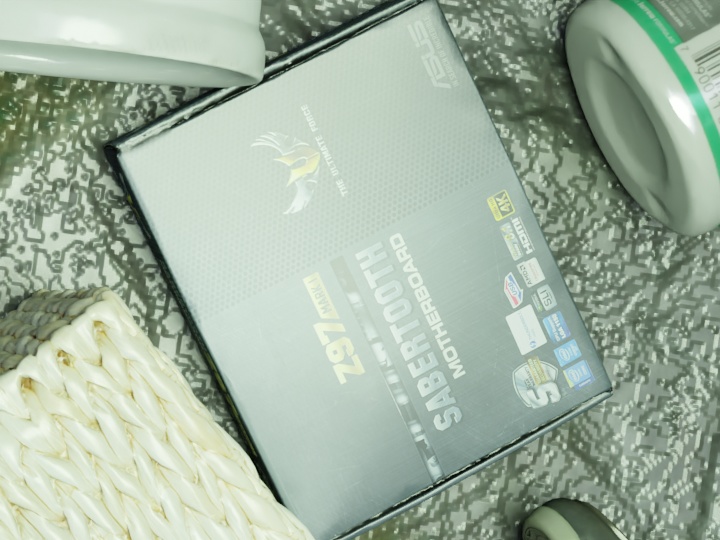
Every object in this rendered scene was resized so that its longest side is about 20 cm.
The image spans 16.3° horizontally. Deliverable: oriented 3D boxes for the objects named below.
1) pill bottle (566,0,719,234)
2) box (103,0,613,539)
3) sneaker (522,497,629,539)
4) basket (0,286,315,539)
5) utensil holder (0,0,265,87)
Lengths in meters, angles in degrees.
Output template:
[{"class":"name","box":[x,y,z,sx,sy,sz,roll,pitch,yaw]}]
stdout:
[{"class":"pill bottle","box":[0.200,-0.108,1.098,0.199,0.113,0.114,-28,99,-11]},{"class":"box","box":[0.000,0.000,1.097,0.157,0.051,0.201,-26,99,-9]},{"class":"sneaker","box":[0.164,0.148,1.137,0.106,0.075,0.200,-48,111,-10]},{"class":"basket","box":[-0.120,0.123,1.004,0.161,0.198,0.200,-41,100,-12]},{"class":"utensil holder","box":[-0.114,-0.182,1.005,0.168,0.170,0.202,5,89,-13]}]
